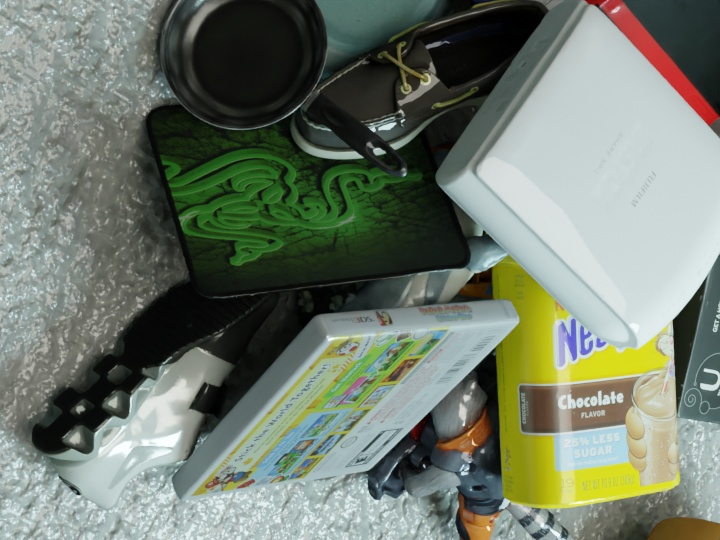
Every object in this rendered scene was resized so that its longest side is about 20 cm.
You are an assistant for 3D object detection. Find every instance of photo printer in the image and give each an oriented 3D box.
[{"bbox_3d":[0.166,-0.058,1.182,0.200,0.069,0.167,43,70,-19],"label":"photo printer"}]

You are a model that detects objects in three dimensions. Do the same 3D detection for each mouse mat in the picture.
[{"bbox_3d":[-0.035,-0.056,1.175,0.198,0.162,0.008,-7,147,-20],"label":"mouse mat"}]

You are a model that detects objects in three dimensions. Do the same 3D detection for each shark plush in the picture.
[{"bbox_3d":[0.015,0.004,1.206,0.200,0.091,0.084,-41,96,-15],"label":"shark plush"}]

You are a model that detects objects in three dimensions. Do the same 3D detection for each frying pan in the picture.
[{"bbox_3d":[-0.043,-0.139,1.165,0.188,0.031,0.116,17,82,7],"label":"frying pan"}]

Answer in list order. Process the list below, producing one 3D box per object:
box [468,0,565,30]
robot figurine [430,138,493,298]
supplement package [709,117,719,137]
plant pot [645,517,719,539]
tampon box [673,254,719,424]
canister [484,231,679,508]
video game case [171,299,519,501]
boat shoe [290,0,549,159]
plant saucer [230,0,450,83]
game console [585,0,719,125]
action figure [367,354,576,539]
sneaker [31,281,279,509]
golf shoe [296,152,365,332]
[{"bbox_3d":[0.150,-0.202,1.287,0.121,0.032,0.200,-37,137,3],"label":"box"},{"bbox_3d":[0.117,-0.038,1.326,0.198,0.058,0.147,2,98,-32],"label":"robot figurine"},{"bbox_3d":[0.391,-0.103,1.404,0.150,0.199,0.153,17,89,-33],"label":"supplement package"},{"bbox_3d":[0.272,0.313,1.424,0.200,0.199,0.184,41,60,-31],"label":"plant pot"},{"bbox_3d":[0.305,0.047,1.421,0.198,0.126,0.152,11,92,-32],"label":"tampon box"},{"bbox_3d":[0.165,0.063,1.272,0.147,0.086,0.202,-5,93,-31],"label":"canister"},{"bbox_3d":[-0.011,0.088,1.190,0.181,0.200,0.023,-4,57,-43],"label":"video game case"},{"bbox_3d":[0.043,-0.138,1.205,0.200,0.072,0.061,-23,155,-20],"label":"boat shoe"},{"bbox_3d":[-0.003,-0.228,1.230,0.198,0.036,0.202,-7,103,-32],"label":"plant saucer"},{"bbox_3d":[0.229,-0.169,1.329,0.176,0.031,0.200,-39,137,14],"label":"game console"},{"bbox_3d":[0.114,0.136,1.333,0.200,0.104,0.194,-48,129,-14],"label":"action figure"},{"bbox_3d":[-0.127,0.080,1.192,0.200,0.074,0.089,-41,128,-14],"label":"sneaker"},{"bbox_3d":[0.000,0.000,1.251,0.087,0.077,0.202,-17,108,-34],"label":"golf shoe"}]
